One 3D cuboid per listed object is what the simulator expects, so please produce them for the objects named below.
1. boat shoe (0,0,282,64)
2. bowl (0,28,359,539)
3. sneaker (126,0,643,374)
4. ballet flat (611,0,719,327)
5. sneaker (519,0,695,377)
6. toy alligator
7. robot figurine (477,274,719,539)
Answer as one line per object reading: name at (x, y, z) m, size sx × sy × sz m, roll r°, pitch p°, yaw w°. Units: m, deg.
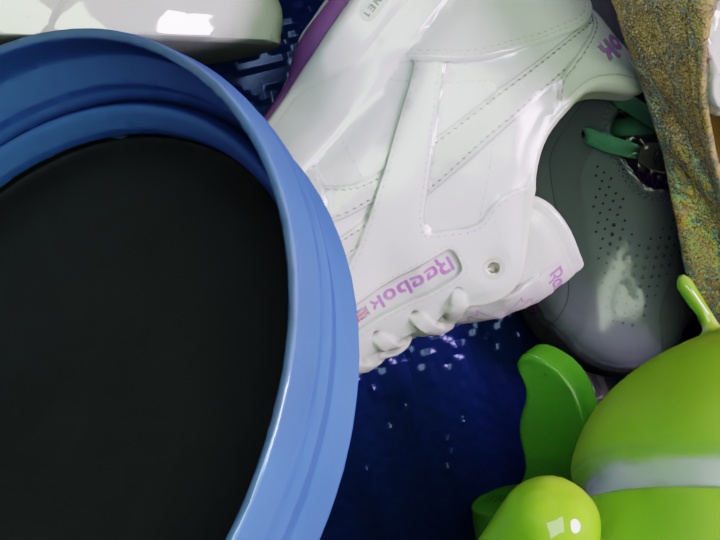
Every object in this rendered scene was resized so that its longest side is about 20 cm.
boat shoe at (-0.118, -0.096, 0.791) m, size 0.200 × 0.070 × 0.072 m, roll 5°, pitch 85°, yaw -9°
bowl at (-0.085, 0.038, 0.733) m, size 0.039 × 0.200 × 0.201 m, roll 31°, pitch 75°, yaw -47°
sneaker at (0.000, 0.000, 0.786) m, size 0.099 × 0.075 × 0.200 m, roll 35°, pitch 92°, yaw -1°
ballet flat at (0.118, -0.026, 0.784) m, size 0.071 × 0.071 × 0.200 m, roll -34°, pitch 126°, yaw -14°
sneaker at (0.082, -0.072, 0.820) m, size 0.074 × 0.088 × 0.201 m, roll 7°, pitch 82°, yaw -11°
toy alligator at (0.080, 0.118, 0.818) m, size 0.054 × 0.059 × 0.200 m, roll -27°, pitch 92°, yaw 29°
robot figurine at (0.103, 0.104, 0.724) m, size 0.175 × 0.116 × 0.201 m, roll 16°, pitch 72°, yaw -23°
